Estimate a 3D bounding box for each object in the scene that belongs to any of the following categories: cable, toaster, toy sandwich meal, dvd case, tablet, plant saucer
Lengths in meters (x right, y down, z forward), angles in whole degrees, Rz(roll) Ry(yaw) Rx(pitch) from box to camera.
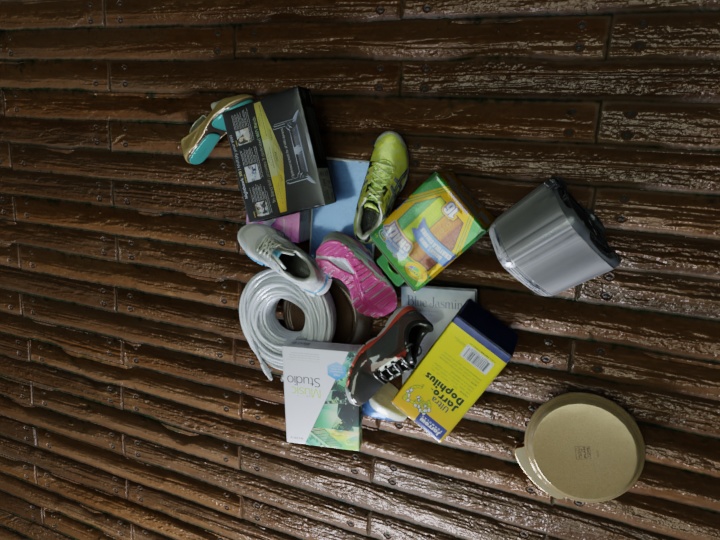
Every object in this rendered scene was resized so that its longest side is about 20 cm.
[{"bbox_3d":[-0.137,0.089,1.029,0.199,0.069,0.201,-33,87,23],"label":"cable"},{"bbox_3d":[0.284,-0.046,0.805,0.129,0.199,0.114,-36,45,29],"label":"toaster"},{"bbox_3d":[0.367,0.294,0.902,0.203,0.070,0.207,2,97,20],"label":"toy sandwich meal"},{"bbox_3d":[0.143,0.124,0.981,0.141,0.018,0.202,3,102,22],"label":"dvd case"},{"bbox_3d":[-0.031,-0.106,1.003,0.129,0.014,0.202,8,104,14],"label":"tablet"},{"bbox_3d":[-0.073,0.087,1.056,0.198,0.032,0.202,4,101,22],"label":"plant saucer"}]

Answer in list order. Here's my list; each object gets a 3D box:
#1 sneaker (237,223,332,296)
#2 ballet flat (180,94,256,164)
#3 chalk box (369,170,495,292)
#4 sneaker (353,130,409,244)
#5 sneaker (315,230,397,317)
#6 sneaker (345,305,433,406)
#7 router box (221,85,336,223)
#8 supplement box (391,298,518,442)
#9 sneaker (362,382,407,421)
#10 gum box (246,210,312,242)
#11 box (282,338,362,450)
[{"bbox_3d":[-0.141,-0.031,0.943,0.199,0.087,0.075,30,86,17],"label":"sneaker"},{"bbox_3d":[-0.286,-0.290,1.049,0.199,0.068,0.063,-36,73,23],"label":"ballet flat"},{"bbox_3d":[0.107,-0.054,0.902,0.200,0.124,0.125,-44,83,23],"label":"chalk box"},{"bbox_3d":[0.037,-0.138,0.932,0.075,0.076,0.202,13,104,6],"label":"sneaker"},{"bbox_3d":[0.000,0.000,0.971,0.081,0.089,0.200,-29,119,18],"label":"sneaker"},{"bbox_3d":[0.052,0.151,0.922,0.082,0.077,0.201,25,76,47],"label":"sneaker"},{"bbox_3d":[-0.142,-0.197,0.940,0.156,0.052,0.202,-10,97,22],"label":"router box"},{"bbox_3d":[0.160,0.167,0.913,0.109,0.109,0.201,37,112,11],"label":"supplement box"},{"bbox_3d":[-0.010,0.257,1.043,0.199,0.077,0.112,24,121,4],"label":"sneaker"},{"bbox_3d":[-0.148,-0.151,1.017,0.113,0.066,0.202,9,103,19],"label":"gum box"},{"bbox_3d":[-0.068,0.228,0.986,0.143,0.036,0.202,3,108,12],"label":"box"}]
